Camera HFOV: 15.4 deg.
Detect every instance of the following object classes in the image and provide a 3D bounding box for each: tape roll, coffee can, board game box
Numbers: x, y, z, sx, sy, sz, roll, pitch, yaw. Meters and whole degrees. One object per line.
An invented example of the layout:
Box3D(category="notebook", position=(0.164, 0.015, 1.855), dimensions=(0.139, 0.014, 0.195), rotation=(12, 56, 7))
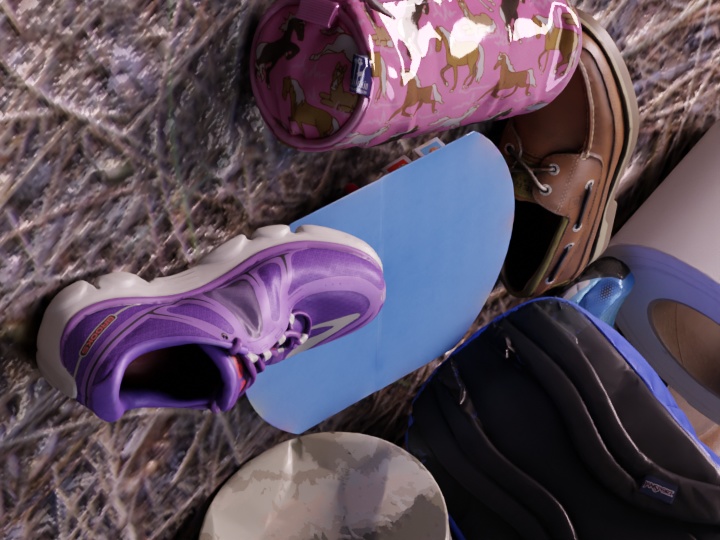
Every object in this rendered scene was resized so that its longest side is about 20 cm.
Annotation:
Box3D(category="tape roll", position=(0.270, 0.008, 1.719), dimensions=(0.139, 0.202, 0.203), rotation=(-47, 146, -18))
Box3D(category="coffee can", position=(-0.006, 0.212, 1.564), dimensions=(0.146, 0.146, 0.201), rotation=(-43, 145, -22))
Box3D(category="board game box", position=(0.000, 0.000, 1.496), dimensions=(0.199, 0.039, 0.159), rotation=(-28, 138, -29))

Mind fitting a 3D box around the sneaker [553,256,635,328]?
Box3D(category="sneaker", position=(0.146, 0.083, 1.703), dimensions=(0.078, 0.090, 0.201), rotation=(-38, 148, -55))

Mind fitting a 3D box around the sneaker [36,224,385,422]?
Box3D(category="sneaker", position=(-0.067, 0.039, 1.361), dimensions=(0.199, 0.083, 0.081), rotation=(-17, 132, -31))

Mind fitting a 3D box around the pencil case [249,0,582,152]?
Box3D(category="pencil case", position=(0.032, -0.114, 1.403), dimensions=(0.086, 0.083, 0.199), rotation=(-25, 172, 40))

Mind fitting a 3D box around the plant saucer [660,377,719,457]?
Box3D(category="plant saucer", position=(0.266, 0.060, 1.917), dimensions=(0.200, 0.032, 0.201), rotation=(-35, 142, -33))

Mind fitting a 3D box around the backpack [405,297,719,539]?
Box3D(category="backpack", position=(0.124, 0.127, 1.589), dimensions=(0.162, 0.200, 0.168), rotation=(-40, 168, 1))

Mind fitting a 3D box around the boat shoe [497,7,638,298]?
Box3D(category="boat shoe", position=(0.115, -0.062, 1.567), dimensions=(0.068, 0.072, 0.201), rotation=(-38, 143, -30))
